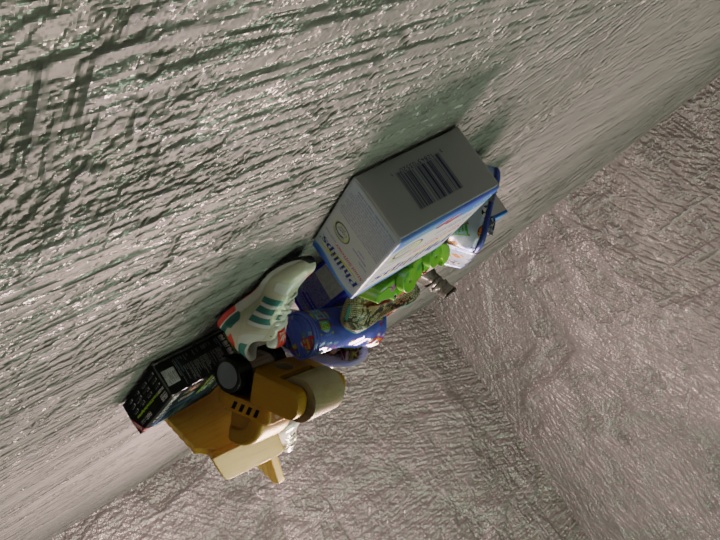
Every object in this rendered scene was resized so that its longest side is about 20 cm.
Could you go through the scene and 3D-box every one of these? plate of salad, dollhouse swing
[{"bbox_3d":[-0.078,0.110,1.297,0.200,0.200,0.048,-19,131,-61],"label":"plate of salad"},{"bbox_3d":[-0.255,0.326,1.352,0.181,0.200,0.177,-19,127,-38],"label":"dollhouse swing"}]

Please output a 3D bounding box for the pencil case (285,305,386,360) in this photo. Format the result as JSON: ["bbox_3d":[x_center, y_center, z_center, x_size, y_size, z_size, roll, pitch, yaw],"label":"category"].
[{"bbox_3d":[-0.041,0.097,1.199,0.087,0.078,0.200,-31,163,35],"label":"pencil case"}]

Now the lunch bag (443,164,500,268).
[{"bbox_3d":[0.178,-0.097,1.245,0.200,0.075,0.161,122,-15,-74],"label":"lunch bag"}]

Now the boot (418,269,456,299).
[{"bbox_3d":[0.147,0.015,1.639,0.068,0.131,0.200,-48,-175,3],"label":"boot"}]

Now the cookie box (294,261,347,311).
[{"bbox_3d":[0.000,0.000,1.272,0.200,0.075,0.171,-38,168,26],"label":"cookie box"}]

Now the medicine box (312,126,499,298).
[{"bbox_3d":[0.056,-0.074,0.991,0.182,0.103,0.200,-30,170,-28],"label":"medicine box"}]

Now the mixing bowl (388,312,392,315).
[{"bbox_3d":[0.019,0.055,1.562,0.200,0.109,0.200,-33,171,-6],"label":"mixing bowl"}]

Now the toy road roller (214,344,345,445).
[{"bbox_3d":[-0.132,0.209,1.147,0.123,0.199,0.147,-12,113,-56],"label":"toy road roller"}]

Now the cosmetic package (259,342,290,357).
[{"bbox_3d":[-0.205,0.179,1.415,0.087,0.104,0.200,-31,173,-29],"label":"cosmetic package"}]

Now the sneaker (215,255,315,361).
[{"bbox_3d":[-0.123,0.059,1.079,0.200,0.094,0.070,-38,171,25],"label":"sneaker"}]

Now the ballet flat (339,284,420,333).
[{"bbox_3d":[0.042,0.034,1.185,0.200,0.068,0.076,-28,137,-47],"label":"ballet flat"}]

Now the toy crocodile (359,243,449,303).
[{"bbox_3d":[0.071,-0.001,1.129,0.200,0.067,0.062,-39,134,-43],"label":"toy crocodile"}]

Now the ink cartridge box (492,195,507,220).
[{"bbox_3d":[0.176,-0.081,1.478,0.146,0.084,0.200,-26,167,-46],"label":"ink cartridge box"}]

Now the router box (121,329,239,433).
[{"bbox_3d":[-0.297,0.185,1.222,0.150,0.062,0.200,-29,170,-41],"label":"router box"}]

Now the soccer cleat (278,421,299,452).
[{"bbox_3d":[-0.151,0.327,1.482,0.070,0.087,0.200,-26,178,-20],"label":"soccer cleat"}]
